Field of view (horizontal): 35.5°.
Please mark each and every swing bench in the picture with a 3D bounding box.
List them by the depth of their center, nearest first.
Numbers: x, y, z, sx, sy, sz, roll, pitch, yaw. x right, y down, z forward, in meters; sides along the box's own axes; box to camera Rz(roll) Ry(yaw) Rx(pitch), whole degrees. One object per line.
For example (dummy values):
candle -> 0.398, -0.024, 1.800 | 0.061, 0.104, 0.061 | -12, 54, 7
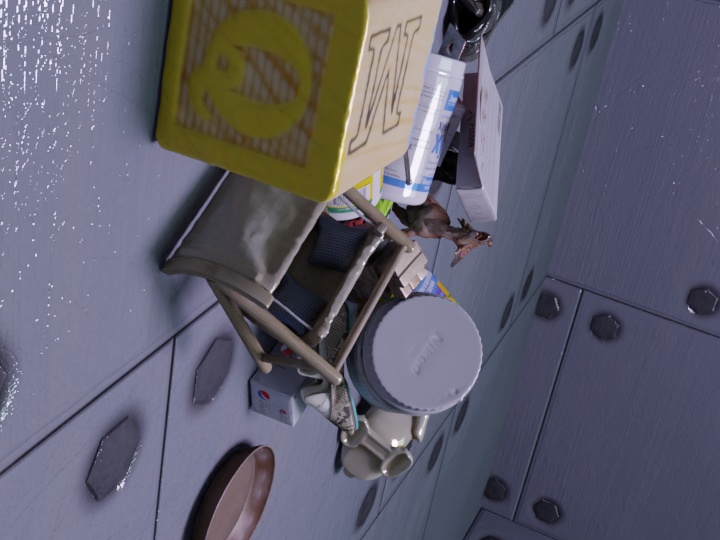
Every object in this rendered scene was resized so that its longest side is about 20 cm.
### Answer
swing bench -> -0.073, -0.018, 1.214 | 0.200, 0.129, 0.199 | 52, 55, -37

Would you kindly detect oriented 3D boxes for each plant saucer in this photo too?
plant saucer -> -0.179, 0.330, 1.556 | 0.200, 0.034, 0.201 | 19, 90, -73

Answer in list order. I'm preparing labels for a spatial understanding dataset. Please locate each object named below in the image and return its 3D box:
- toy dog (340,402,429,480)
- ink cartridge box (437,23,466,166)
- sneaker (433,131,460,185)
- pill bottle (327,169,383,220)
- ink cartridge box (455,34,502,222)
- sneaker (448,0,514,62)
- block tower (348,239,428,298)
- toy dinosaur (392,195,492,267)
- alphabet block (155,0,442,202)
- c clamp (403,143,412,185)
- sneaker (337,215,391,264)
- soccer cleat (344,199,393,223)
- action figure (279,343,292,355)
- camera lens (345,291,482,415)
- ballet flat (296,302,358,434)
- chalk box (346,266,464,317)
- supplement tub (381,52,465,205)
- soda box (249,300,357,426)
toy dog -> 0.056, 0.291, 2.073 | 0.200, 0.139, 0.194 | -49, 167, -49
ink cartridge box -> 0.123, -0.260, 1.641 | 0.200, 0.043, 0.174 | -96, -151, -70
sneaker -> 0.128, -0.182, 1.735 | 0.104, 0.060, 0.200 | -52, -160, -19
pill bottle -> -0.026, -0.167, 1.332 | 0.113, 0.112, 0.200 | -55, 158, -39
ink cartridge box -> 0.161, -0.197, 1.576 | 0.176, 0.045, 0.201 | 59, 33, -57
sneaker -> 0.198, -0.437, 1.777 | 0.200, 0.076, 0.114 | -61, 168, -11
block tower -> 0.000, 0.000, 1.471 | 0.058, 0.200, 0.054 | -46, 117, -30
toy dinosaur -> 0.108, -0.073, 1.677 | 0.086, 0.135, 0.200 | -65, -155, 24
alphabet block -> -0.055, -0.201, 1.073 | 0.200, 0.195, 0.197 | -40, 144, -61
c clamp -> 0.021, -0.227, 1.360 | 0.027, 0.200, 0.171 | -16, 148, -11
sneaker -> -0.037, 0.004, 1.379 | 0.200, 0.098, 0.071 | -28, 146, -12
soccer cleat -> 0.008, -0.065, 1.641 | 0.081, 0.067, 0.201 | 102, 12, -82
action figure -> -0.081, 0.021, 1.460 | 0.052, 0.065, 0.201 | -124, -139, -56
camera lens -> 0.068, 0.112, 1.497 | 0.200, 0.160, 0.160 | 144, -31, -80
ballet flat -> -0.048, 0.131, 1.479 | 0.075, 0.068, 0.201 | -13, 115, -22
chalk box -> 0.063, 0.078, 1.686 | 0.125, 0.200, 0.124 | -36, -172, 40
supplement tub -> 0.053, -0.199, 1.506 | 0.132, 0.132, 0.201 | -17, 127, -69
soda box -> -0.076, 0.120, 1.573 | 0.200, 0.068, 0.064 | -55, 156, -41
